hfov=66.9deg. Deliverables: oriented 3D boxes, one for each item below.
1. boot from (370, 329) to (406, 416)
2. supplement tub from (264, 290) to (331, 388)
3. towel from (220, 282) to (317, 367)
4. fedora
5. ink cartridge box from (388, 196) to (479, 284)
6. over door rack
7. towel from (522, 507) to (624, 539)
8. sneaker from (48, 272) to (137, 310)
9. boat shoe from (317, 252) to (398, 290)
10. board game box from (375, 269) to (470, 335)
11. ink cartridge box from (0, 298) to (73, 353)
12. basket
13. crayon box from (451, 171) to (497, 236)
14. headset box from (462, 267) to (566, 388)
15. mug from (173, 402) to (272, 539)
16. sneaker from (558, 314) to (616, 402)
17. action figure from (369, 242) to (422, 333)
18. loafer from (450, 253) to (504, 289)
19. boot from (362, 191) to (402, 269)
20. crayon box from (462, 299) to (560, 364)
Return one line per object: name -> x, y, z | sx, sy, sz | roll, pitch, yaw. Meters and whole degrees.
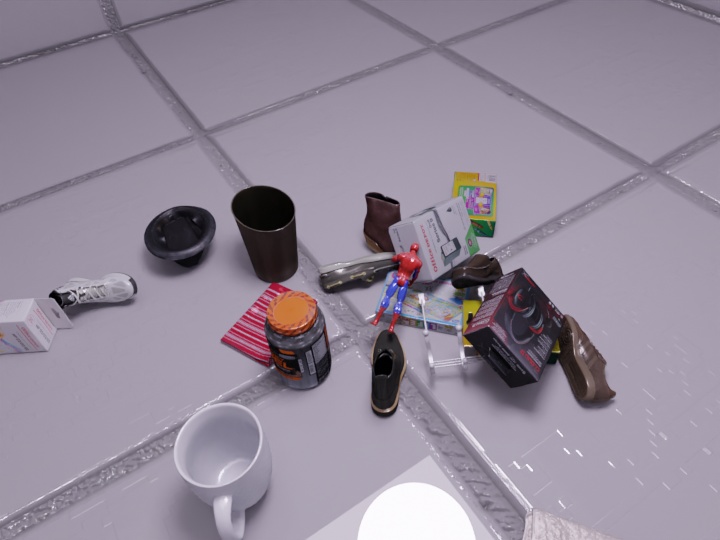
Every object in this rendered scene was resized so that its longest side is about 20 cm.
boot -> 0.056, 0.174, 1.110 | 0.077, 0.139, 0.200 | -2, 46, 3
supplement tub -> -0.126, 0.142, 1.111 | 0.122, 0.200, 0.123 | -2, 47, 3
towel -> -0.207, 0.117, 1.261 | 0.144, 0.023, 0.200 | 22, 53, 24
fedora -> -0.456, -0.077, 1.410 | 0.200, 0.092, 0.201 | -2, 48, 2
ink cartridge box -> 0.176, -0.072, 1.282 | 0.200, 0.146, 0.084 | -30, 13, -40
over door rack -> 0.201, 0.112, 1.142 | 0.147, 0.067, 0.200 | -8, 49, 4
towel -> 0.358, 0.477, 0.879 | 0.200, 0.035, 0.133 | 13, 50, 16
sneaker -> -0.636, 0.061, 1.283 | 0.200, 0.076, 0.115 | -4, 19, 12
boat shoe -> 0.000, 0.000, 1.317 | 0.201, 0.060, 0.072 | -12, 7, 1
board game box -> 0.147, 0.071, 1.268 | 0.199, 0.034, 0.135 | 10, 49, 14
ink cartridge box -> -0.777, 0.127, 1.231 | 0.199, 0.115, 0.068 | -4, 47, 1
basket -> -0.219, -0.078, 1.320 | 0.136, 0.200, 0.180 | -31, 53, -23
crayon box -> 0.305, -0.183, 1.474 | 0.118, 0.058, 0.200 | 6, 48, 10
headset box -> 0.299, 0.117, 1.060 | 0.149, 0.075, 0.200 | 48, 52, -8
mug -> -0.223, 0.358, 0.936 | 0.147, 0.176, 0.200 | -9, 48, -3
sneaker -> 0.464, 0.184, 1.133 | 0.075, 0.071, 0.200 | 10, 49, -13
action figure -> 0.081, 0.034, 1.199 | 0.065, 0.099, 0.200 | 24, 85, -2
loafer -> 0.261, -0.001, 1.241 | 0.073, 0.200, 0.072 | -16, 82, 35
boot -> 0.088, -0.090, 1.329 | 0.200, 0.167, 0.072 | 26, 50, 26
crayon box -> 0.321, 0.130, 1.187 | 0.199, 0.051, 0.127 | 4, 51, 8
